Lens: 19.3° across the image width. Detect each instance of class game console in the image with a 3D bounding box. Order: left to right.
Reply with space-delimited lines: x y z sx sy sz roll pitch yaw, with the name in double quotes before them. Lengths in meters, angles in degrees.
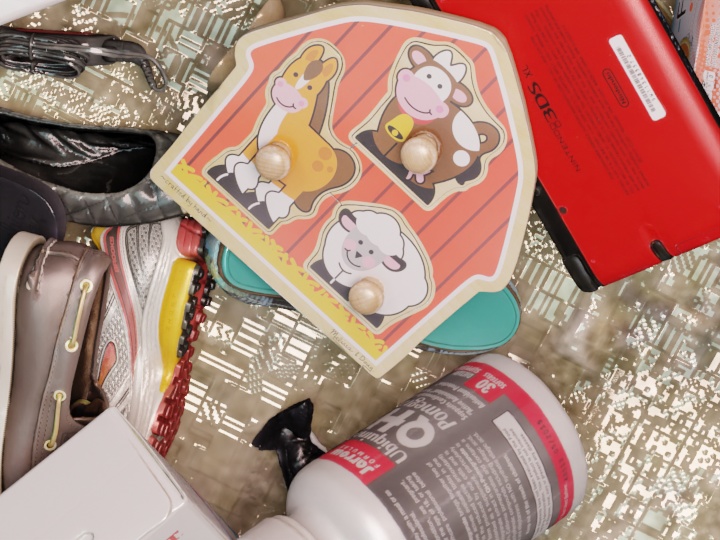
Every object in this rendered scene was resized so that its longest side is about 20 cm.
"game console" 0.118 -0.104 1.173 0.172 0.119 0.201 -24 104 33

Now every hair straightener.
"hair straightener" -0.211 -0.124 1.235 0.198 0.077 0.041 10 104 0

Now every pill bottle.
"pill bottle" 0.027 0.141 1.229 0.199 0.110 0.111 -31 104 -27

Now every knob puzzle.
"knob puzzle" 0.007 -0.056 1.141 0.218 0.030 0.221 5 114 12

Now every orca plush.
"orca plush" 0.018 0.165 1.303 0.105 0.071 0.201 -31 101 10

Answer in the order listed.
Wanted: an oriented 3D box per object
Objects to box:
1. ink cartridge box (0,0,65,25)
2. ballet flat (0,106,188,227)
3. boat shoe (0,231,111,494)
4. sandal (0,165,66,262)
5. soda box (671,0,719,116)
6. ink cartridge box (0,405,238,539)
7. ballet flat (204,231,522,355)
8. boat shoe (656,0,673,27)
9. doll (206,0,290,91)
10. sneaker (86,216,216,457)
"ink cartridge box" -0.137 -0.206 1.175 0.199 0.145 0.084 -19 102 7
"ballet flat" -0.175 -0.067 1.251 0.198 0.067 0.057 5 138 4
"boat shoe" -0.176 0.077 1.226 0.059 0.072 0.201 8 111 10
"sandal" -0.270 -0.048 1.231 0.199 0.043 0.077 13 112 8
"soda box" 0.217 -0.172 1.168 0.068 0.064 0.202 11 83 -8
"ink cartridge box" -0.144 0.184 1.235 0.144 0.200 0.085 -39 61 -5
"ballet flat" 0.000 0.000 1.259 0.199 0.074 0.075 17 106 -20
"boat shoe" 0.165 -0.110 1.219 0.200 0.076 0.072 43 104 -7
"doll" 0.006 -0.068 1.227 0.199 0.049 0.137 36 62 1
"sneaker" -0.145 0.058 1.289 0.082 0.078 0.201 15 99 7
